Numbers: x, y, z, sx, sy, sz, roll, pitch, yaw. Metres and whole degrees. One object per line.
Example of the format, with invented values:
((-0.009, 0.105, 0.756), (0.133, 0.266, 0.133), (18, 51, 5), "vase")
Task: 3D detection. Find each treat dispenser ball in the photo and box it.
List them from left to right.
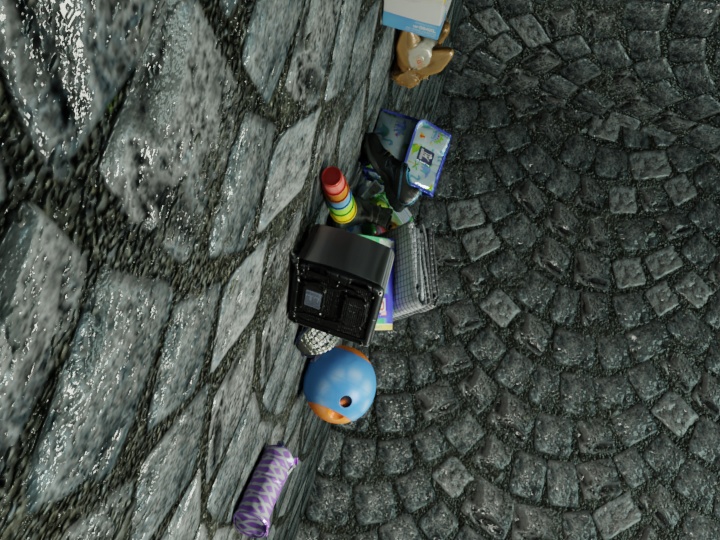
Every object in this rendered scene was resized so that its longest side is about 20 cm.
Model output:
((-0.055, 0.302, 1.791), (0.201, 0.196, 0.206), (18, 90, -84), "treat dispenser ball")

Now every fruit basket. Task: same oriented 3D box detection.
((0.052, -0.108, 1.685), (0.093, 0.187, 0.201), (-27, -163, 39), "fruit basket")

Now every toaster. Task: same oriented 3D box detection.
((-0.040, 0.025, 1.269), (0.203, 0.176, 0.120), (103, 5, -48), "toaster")

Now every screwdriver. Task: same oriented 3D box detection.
((-0.003, -0.241, 1.591), (0.201, 0.028, 0.028), (-59, 167, -53), "screwdriver")

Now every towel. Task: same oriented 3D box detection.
((0.102, 0.003, 1.550), (0.164, 0.084, 0.206), (-22, -112, 54), "towel")

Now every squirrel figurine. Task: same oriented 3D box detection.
((0.147, -0.569, 1.691), (0.201, 0.138, 0.190), (122, -18, -50), "squirrel figurine")

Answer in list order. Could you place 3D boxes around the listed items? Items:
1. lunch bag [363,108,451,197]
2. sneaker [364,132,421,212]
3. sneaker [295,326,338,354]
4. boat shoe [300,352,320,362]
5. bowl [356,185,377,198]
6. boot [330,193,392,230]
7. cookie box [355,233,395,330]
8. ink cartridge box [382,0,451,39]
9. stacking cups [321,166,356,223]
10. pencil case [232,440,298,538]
((0.120, -0.298, 1.731), (0.127, 0.195, 0.174), (62, 47, -82), "lunch bag")
((0.076, -0.244, 1.598), (0.081, 0.204, 0.073), (-28, 176, 17), "sneaker")
((-0.079, 0.117, 1.548), (0.199, 0.088, 0.080), (-41, 120, -31), "sneaker")
((-0.092, 0.132, 1.645), (0.201, 0.073, 0.094), (-56, 172, -48), "boat shoe")
((0.012, -0.119, 1.838), (0.200, 0.073, 0.205), (37, 70, -82), "bowl")
((0.010, -0.123, 1.517), (0.201, 0.127, 0.069), (-60, 166, -65), "boot")
((-0.004, 0.027, 1.473), (0.169, 0.074, 0.207), (4, 88, -47), "cookie box")
((0.121, -0.577, 1.291), (0.201, 0.122, 0.131), (95, 15, -68), "ink cartridge box")
((-0.049, -0.149, 1.309), (0.200, 0.059, 0.062), (59, 49, -76), "stacking cups")
((-0.203, 0.474, 1.453), (0.202, 0.083, 0.086), (-64, 168, -52), "pencil case")
